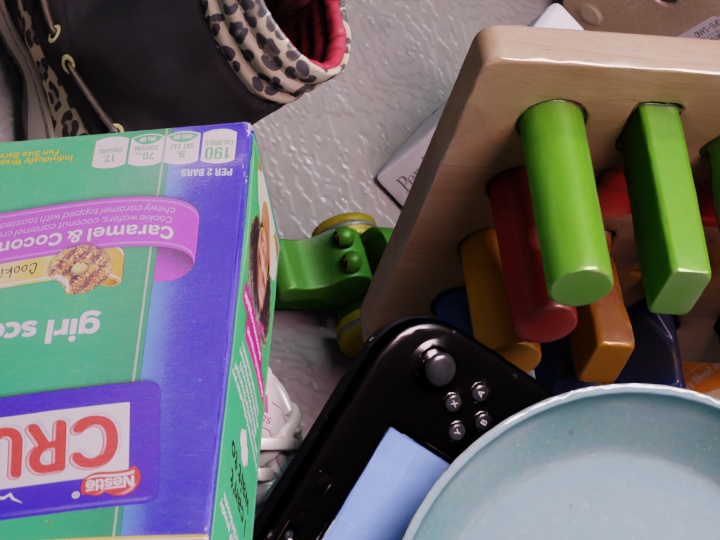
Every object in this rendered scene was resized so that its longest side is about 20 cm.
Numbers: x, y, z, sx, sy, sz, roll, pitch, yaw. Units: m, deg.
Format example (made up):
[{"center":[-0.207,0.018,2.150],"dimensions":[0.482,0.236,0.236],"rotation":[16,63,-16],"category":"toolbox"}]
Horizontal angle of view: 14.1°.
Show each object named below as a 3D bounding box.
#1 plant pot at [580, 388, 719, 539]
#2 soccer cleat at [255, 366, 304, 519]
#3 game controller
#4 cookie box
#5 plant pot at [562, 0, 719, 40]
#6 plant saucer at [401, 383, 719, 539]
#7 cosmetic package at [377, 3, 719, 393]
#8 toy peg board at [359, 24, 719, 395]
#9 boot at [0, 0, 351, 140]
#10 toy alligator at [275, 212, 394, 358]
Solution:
[{"center":[0.129,0.133,1.229],"dimensions":[0.200,0.201,0.093],"rotation":[9,14,-38],"category":"plant pot"},{"center":[-0.044,0.087,1.142],"dimensions":[0.200,0.086,0.070],"rotation":[47,40,-4],"category":"soccer cleat"},{"center":[0.002,0.118,1.114],"dimensions":[0.104,0.042,0.200],"rotation":[33,86,-20],"category":"game controller"},{"center":[-0.121,0.049,1.038],"dimensions":[0.075,0.171,0.200],"rotation":[75,14,-49],"category":"cookie box"},{"center":[0.222,-0.166,1.504],"dimensions":[0.200,0.200,0.177],"rotation":[47,56,-12],"category":"plant pot"},{"center":[0.100,0.144,1.108],"dimensions":[0.199,0.036,0.201],"rotation":[1,85,-12],"category":"plant saucer"},{"center":[0.117,-0.013,1.357],"dimensions":[0.200,0.101,0.071],"rotation":[45,41,-4],"category":"cosmetic package"},{"center":[0.122,0.007,1.178],"dimensions":[0.199,0.199,0.098],"rotation":[3,54,-15],"category":"toy peg board"},{"center":[-0.082,-0.123,1.213],"dimensions":[0.073,0.154,0.204],"rotation":[13,53,-43],"category":"boot"},{"center":[0.000,0.000,1.275],"dimensions":[0.200,0.054,0.059],"rotation":[7,55,-39],"category":"toy alligator"}]
